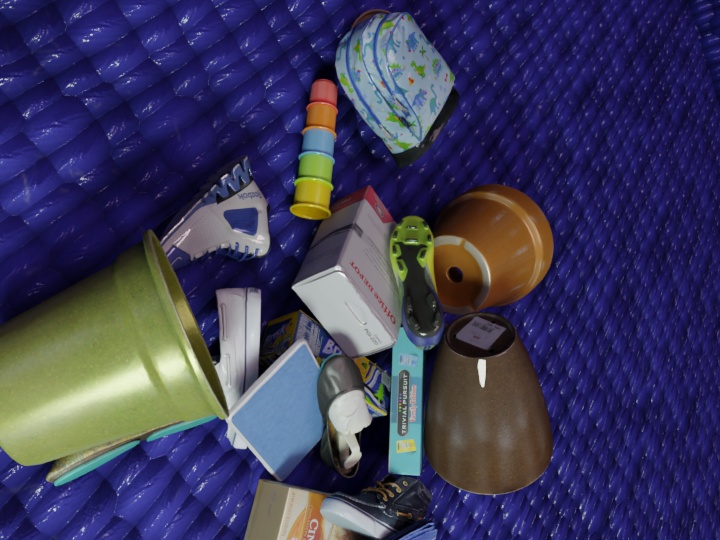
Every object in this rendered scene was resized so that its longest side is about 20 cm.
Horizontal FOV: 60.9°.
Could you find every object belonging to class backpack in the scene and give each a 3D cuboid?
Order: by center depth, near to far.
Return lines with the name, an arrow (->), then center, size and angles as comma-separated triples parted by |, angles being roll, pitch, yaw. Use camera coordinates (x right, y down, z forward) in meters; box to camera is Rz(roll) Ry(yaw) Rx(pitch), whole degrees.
backpack -> 0.054, -0.283, 0.912 | 0.200, 0.153, 0.164 | 40, 67, -18

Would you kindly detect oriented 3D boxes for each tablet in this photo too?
tablet -> -0.090, 0.183, 0.778 | 0.130, 0.014, 0.201 | -45, 144, -21

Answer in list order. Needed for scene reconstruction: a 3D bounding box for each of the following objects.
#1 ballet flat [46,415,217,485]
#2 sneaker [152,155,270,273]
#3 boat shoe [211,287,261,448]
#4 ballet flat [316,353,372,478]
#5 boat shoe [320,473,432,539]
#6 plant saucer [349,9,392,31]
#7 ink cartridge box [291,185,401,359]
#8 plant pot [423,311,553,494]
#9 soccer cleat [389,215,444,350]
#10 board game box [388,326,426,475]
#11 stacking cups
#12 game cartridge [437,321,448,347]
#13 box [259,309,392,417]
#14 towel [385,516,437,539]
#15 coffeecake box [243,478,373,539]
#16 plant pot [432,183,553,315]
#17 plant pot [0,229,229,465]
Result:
ballet flat -> -0.251, 0.167, 0.678 | 0.199, 0.070, 0.071 | -17, 97, -42
sneaker -> -0.171, -0.042, 0.754 | 0.115, 0.080, 0.200 | 53, 53, -22
boat shoe -> -0.161, 0.121, 0.766 | 0.065, 0.074, 0.202 | 3, 89, -11
ballet flat -> -0.017, 0.199, 0.806 | 0.067, 0.068, 0.201 | -19, 131, -23
boat shoe -> 0.025, 0.309, 0.817 | 0.200, 0.070, 0.092 | 43, 56, -40
plant saucer -> 0.041, -0.322, 1.007 | 0.199, 0.036, 0.203 | 4, 84, -42
ink cartridge box -> 0.000, 0.000, 0.863 | 0.146, 0.084, 0.201 | 53, 31, -25
plant pot -> 0.168, 0.163, 0.837 | 0.187, 0.186, 0.202 | -40, 132, -37
soccer cleat -> 0.076, 0.016, 0.855 | 0.084, 0.064, 0.202 | 85, 0, -58
board game box -> 0.073, 0.190, 0.924 | 0.151, 0.046, 0.202 | 48, 44, -79
stacking cups -> -0.058, -0.177, 0.890 | 0.060, 0.060, 0.202 | 20, 70, -39
game cartridge -> 0.131, 0.106, 0.970 | 0.038, 0.130, 0.200 | -40, 130, -2
box -> -0.044, 0.138, 0.853 | 0.200, 0.070, 0.065 | 41, 45, -32
towel -> 0.040, 0.425, 0.804 | 0.144, 0.024, 0.202 | -17, 122, -27
coffeecake box -> -0.059, 0.379, 0.821 | 0.199, 0.073, 0.155 | 28, 67, -38
plant pot -> 0.182, -0.020, 0.976 | 0.183, 0.199, 0.202 | -31, 106, -51
plant pot -> -0.249, 0.088, 0.589 | 0.183, 0.200, 0.202 | -23, 103, -13
